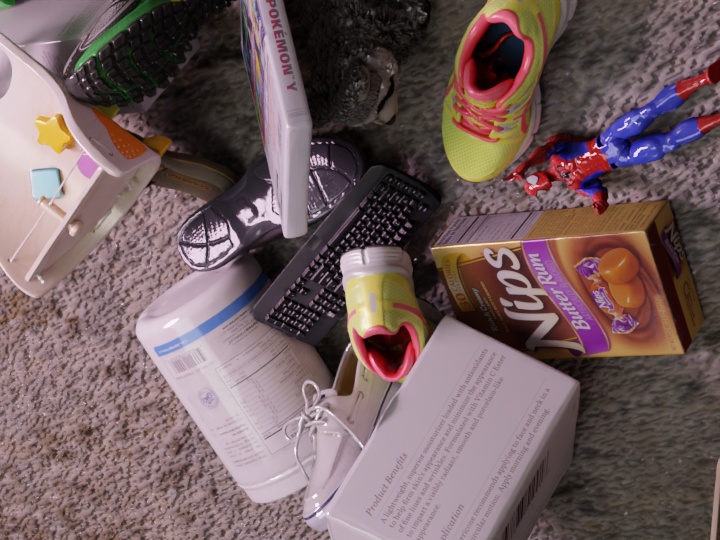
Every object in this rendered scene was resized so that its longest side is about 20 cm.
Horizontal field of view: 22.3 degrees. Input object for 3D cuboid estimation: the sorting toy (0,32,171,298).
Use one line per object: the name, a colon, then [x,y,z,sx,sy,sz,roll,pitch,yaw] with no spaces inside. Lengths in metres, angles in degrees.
sorting toy: [-0.267,-0.110,1.510,0.180,0.107,0.200,45,137,1]

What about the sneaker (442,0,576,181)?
sneaker: [0.098,-0.143,1.398,0.078,0.090,0.200,26,132,13]

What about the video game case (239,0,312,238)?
video game case: [-0.067,-0.146,1.427,0.200,0.023,0.182,96,162,-68]

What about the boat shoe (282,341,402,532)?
boat shoe: [-0.023,0.131,1.587,0.086,0.202,0.075,41,136,-15]

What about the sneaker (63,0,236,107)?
sneaker: [-0.171,-0.210,1.472,0.085,0.200,0.078,25,151,29]

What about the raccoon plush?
raccoon plush: [-0.039,-0.194,1.428,0.200,0.134,0.097,37,134,5]

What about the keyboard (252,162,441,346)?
keyboard: [0.000,0.000,1.564,0.104,0.040,0.200,22,127,-28]

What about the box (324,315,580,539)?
box: [0.079,0.180,1.525,0.131,0.199,0.200,26,159,15]

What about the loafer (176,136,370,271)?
loafer: [-0.071,-0.062,1.597,0.200,0.063,0.072,-28,83,26]

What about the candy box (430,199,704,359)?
candy box: [0.168,0.011,1.494,0.200,0.056,0.117,-4,119,36]

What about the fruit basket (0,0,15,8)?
fruit basket: [-0.403,-0.279,1.576,0.200,0.185,0.094,16,98,22]

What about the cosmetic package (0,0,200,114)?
cosmetic package: [-0.255,-0.191,1.581,0.200,0.108,0.085,-2,129,35]

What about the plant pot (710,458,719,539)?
plant pot: [0.389,0.195,1.395,0.200,0.177,0.200,14,126,24]

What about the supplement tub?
supplement tub: [-0.102,0.096,1.669,0.132,0.132,0.200,-21,108,40]

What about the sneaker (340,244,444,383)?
sneaker: [0.026,0.061,1.542,0.078,0.090,0.200,-12,149,12]

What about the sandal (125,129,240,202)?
sandal: [-0.203,-0.086,1.604,0.200,0.054,0.080,19,166,-16]

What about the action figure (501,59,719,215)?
action figure: [0.191,-0.086,1.388,0.200,0.099,0.065,-24,104,43]
